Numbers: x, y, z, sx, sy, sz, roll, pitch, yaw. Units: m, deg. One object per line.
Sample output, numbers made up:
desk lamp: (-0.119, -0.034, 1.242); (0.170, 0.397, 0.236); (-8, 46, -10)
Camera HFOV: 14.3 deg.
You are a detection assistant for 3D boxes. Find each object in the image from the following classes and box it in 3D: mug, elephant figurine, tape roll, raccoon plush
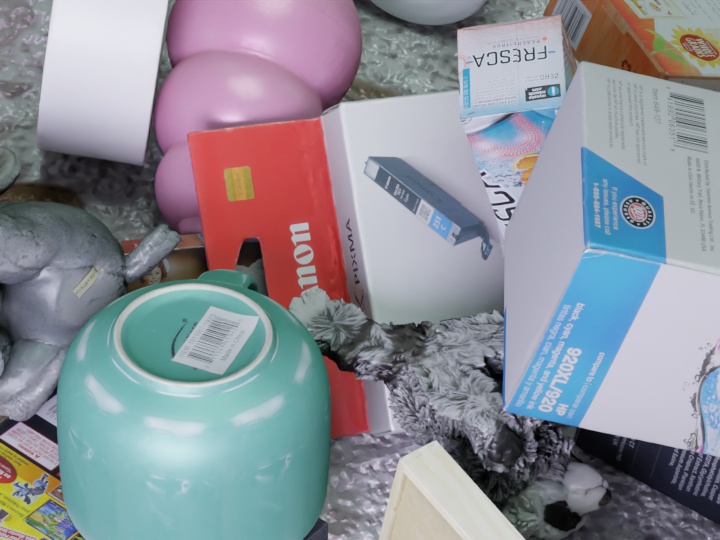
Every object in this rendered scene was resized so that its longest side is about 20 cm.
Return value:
mug: (-0.098, 0.068, 1.589); (0.152, 0.114, 0.185); (-15, 43, -19)
elephant figurine: (-0.236, -0.008, 1.684); (0.155, 0.142, 0.200); (21, 6, -37)
tape roll: (-0.155, -0.170, 1.804); (0.071, 0.202, 0.202); (8, 46, -4)
raccoon plush: (0.055, 0.087, 1.666); (0.200, 0.134, 0.097); (30, 54, 29)

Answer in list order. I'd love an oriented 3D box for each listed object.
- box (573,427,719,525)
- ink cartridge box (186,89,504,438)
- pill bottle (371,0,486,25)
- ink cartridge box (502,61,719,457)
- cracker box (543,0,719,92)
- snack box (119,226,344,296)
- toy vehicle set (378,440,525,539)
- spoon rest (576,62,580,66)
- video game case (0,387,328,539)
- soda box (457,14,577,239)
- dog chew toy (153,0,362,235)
box: (0.266, 0.060, 1.733); (0.200, 0.117, 0.197); (28, 47, 16)
ink cartridge box: (0.000, 0.000, 1.709); (0.176, 0.045, 0.200); (-8, 86, -19)
pill bottle: (0.069, -0.271, 2.011); (0.112, 0.112, 0.200); (20, 46, 7)
ink cartridge box: (0.194, 0.002, 1.577); (0.200, 0.145, 0.147); (12, 45, -9)
cracker box: (0.240, -0.147, 1.908); (0.200, 0.058, 0.134); (-1, 41, -32)
snack box: (-0.051, 0.009, 1.743); (0.200, 0.072, 0.024); (-6, 24, -18)
toy vehicle set: (0.080, 0.203, 1.550); (0.027, 0.124, 0.200); (-23, 56, -30)
spoon rest: (0.175, -0.081, 1.755); (0.200, 0.061, 0.099); (20, -4, 42)
video game case: (-0.151, 0.151, 1.598); (0.200, 0.026, 0.181); (29, 47, 28)
soda box: (0.107, -0.065, 1.691); (0.064, 0.200, 0.068); (-8, 57, 12)
dog chew toy: (-0.072, -0.103, 1.785); (0.124, 0.125, 0.200); (15, 63, 2)
